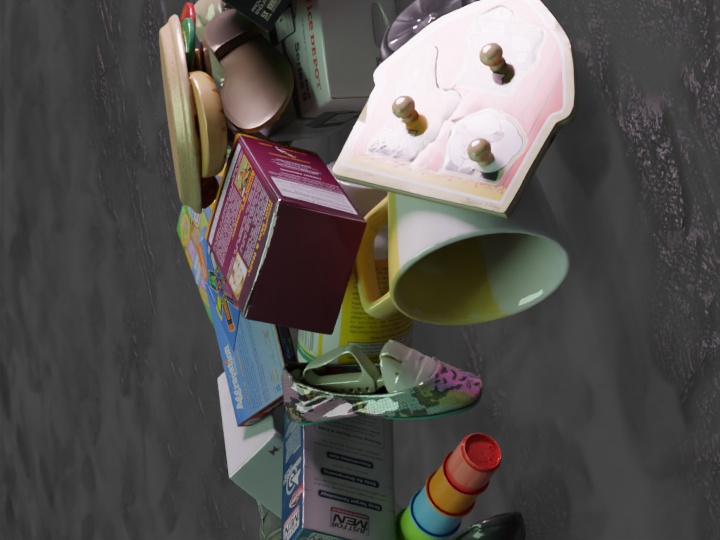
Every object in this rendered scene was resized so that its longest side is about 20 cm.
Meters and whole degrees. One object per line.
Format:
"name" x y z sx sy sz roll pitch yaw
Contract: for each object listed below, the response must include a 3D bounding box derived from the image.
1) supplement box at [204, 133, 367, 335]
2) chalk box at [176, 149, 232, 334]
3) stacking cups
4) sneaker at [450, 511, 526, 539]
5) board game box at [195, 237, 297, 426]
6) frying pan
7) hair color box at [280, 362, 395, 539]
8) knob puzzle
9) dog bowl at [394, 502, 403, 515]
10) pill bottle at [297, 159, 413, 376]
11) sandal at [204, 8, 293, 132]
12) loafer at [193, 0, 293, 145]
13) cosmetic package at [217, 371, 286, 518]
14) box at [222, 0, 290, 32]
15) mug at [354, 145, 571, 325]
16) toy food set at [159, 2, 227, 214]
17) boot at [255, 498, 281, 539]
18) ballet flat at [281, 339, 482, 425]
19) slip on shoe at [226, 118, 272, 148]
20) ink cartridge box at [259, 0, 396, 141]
"supplement box" -0.070 -0.036 1.545 0.200 0.085 0.111 -124 50 -64
"chalk box" -0.121 -0.050 1.893 0.124 0.123 0.201 112 144 -46
"stacking cups" 0.072 0.216 1.600 0.201 0.060 0.061 115 141 -50
"sneaker" 0.115 0.285 1.518 0.201 0.073 0.089 101 152 -53
"board game box" -0.114 0.045 1.739 0.103 0.019 0.202 -34 63 45
"frying pan" 0.063 -0.179 1.451 0.031 0.114 0.191 50 -157 -35
"hair color box" -0.022 0.188 1.678 0.061 0.099 0.201 125 154 -44
"knob puzzle" 0.085 -0.148 1.376 0.030 0.219 0.220 47 -171 -48
"dog bowl" 0.003 0.338 1.763 0.200 0.078 0.202 174 90 -66
"pill bottle" 0.000 0.000 1.647 0.113 0.112 0.202 -138 47 -56
"sandal" -0.100 -0.179 1.704 0.070 0.077 0.212 62 -178 -40
"loafer" -0.123 -0.216 1.852 0.068 0.076 0.201 5 125 40
"cosmetic package" -0.087 0.169 1.815 0.071 0.101 0.200 -43 24 12
"box" -0.086 -0.332 1.645 0.164 0.086 0.200 -55 17 9
"mug" 0.068 -0.053 1.426 0.150 0.185 0.154 60 -163 -60
"toy food set" -0.163 -0.157 1.684 0.201 0.048 0.200 95 165 -61
"boot" -0.096 0.222 1.984 0.182 0.072 0.202 142 125 -60
"ballet flat" 0.012 0.100 1.581 0.198 0.069 0.072 -6 116 27
"slip on shoe" -0.076 -0.076 1.736 0.200 0.061 0.076 42 178 -1
"ink cartridge box" -0.040 -0.220 1.715 0.200 0.083 0.148 160 103 -65
